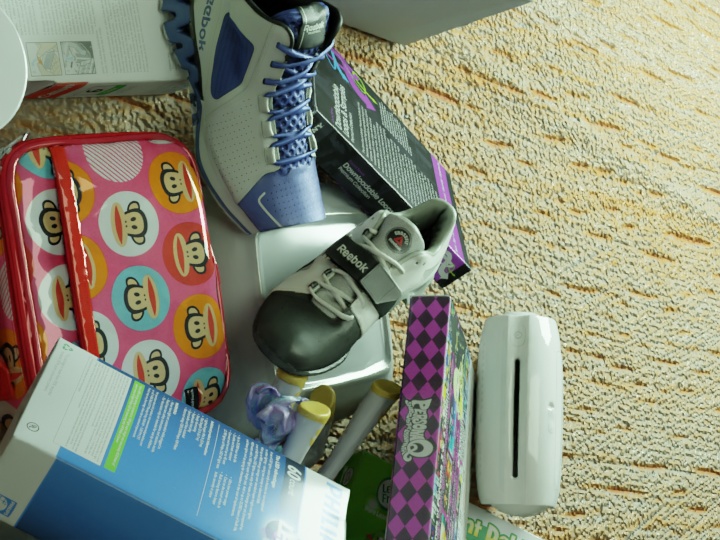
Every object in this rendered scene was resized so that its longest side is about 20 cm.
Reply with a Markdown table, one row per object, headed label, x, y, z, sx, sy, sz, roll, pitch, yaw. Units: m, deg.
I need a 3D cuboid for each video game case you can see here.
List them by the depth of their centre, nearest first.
| label | x | y | z | sx | sy | sz | roll | pitch | yaw |
| --- | --- | --- | --- | --- | --- | --- | --- | --- | --- |
| video game case | 0.055 | 0.146 | 0.969 | 0.181 | 0.036 | 0.201 | 68 | 26 | -62 |

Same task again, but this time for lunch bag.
| label | x | y | z | sx | sy | sz | roll | pitch | yaw |
| --- | --- | --- | --- | --- | --- | --- | --- | --- | --- |
| lunch bag | -0.183 | 0.011 | 0.866 | 0.176 | 0.082 | 0.201 | -8 | 87 | -41 |

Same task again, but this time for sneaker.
| label | x | y | z | sx | sy | sz | roll | pitch | yaw |
| --- | --- | --- | --- | --- | --- | --- | --- | --- | --- |
| sneaker | -0.063 | -0.129 | 0.909 | 0.080 | 0.115 | 0.200 | -21 | 92 | -45 |
| sneaker | 0.000 | 0.000 | 0.934 | 0.074 | 0.089 | 0.200 | 41 | 42 | 10 |

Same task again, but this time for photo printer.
| label | x | y | z | sx | sy | sz | roll | pitch | yaw |
| --- | --- | --- | --- | --- | --- | --- | --- | --- | --- |
| photo printer | 0.136 | 0.124 | 1.110 | 0.200 | 0.069 | 0.167 | 48 | 44 | -76 |

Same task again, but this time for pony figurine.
| label | x | y | z | sx | sy | sz | roll | pitch | yaw |
| --- | --- | --- | --- | --- | --- | --- | --- | --- | --- |
| pony figurine | -0.064 | 0.169 | 0.905 | 0.193 | 0.166 | 0.201 | -7 | 122 | -60 |

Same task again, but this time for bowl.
| label | x | y | z | sx | sy | sz | roll | pitch | yaw |
| --- | --- | --- | --- | --- | --- | --- | --- | --- | --- |
| bowl | -0.049 | 0.025 | 1.008 | 0.200 | 0.074 | 0.201 | -6 | 88 | -47 |

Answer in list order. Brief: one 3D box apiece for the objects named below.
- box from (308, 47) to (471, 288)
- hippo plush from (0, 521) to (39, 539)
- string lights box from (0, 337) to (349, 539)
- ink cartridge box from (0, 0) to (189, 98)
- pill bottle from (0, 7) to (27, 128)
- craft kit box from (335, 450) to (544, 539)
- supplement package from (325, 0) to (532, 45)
| label | x | y | z | sx | sy | sz | roll | pitch | yaw |
| --- | --- | --- | --- | --- | --- | --- | --- | --- | --- |
| box | 0.012 | -0.094 | 1.069 | 0.200 | 0.036 | 0.143 | 46 | 22 | -31 |
| hippo plush | -0.167 | 0.190 | 0.782 | 0.200 | 0.159 | 0.161 | 69 | 25 | -47 |
| string lights box | -0.106 | 0.129 | 0.746 | 0.200 | 0.059 | 0.103 | 30 | 25 | -12 |
| ink cartridge box | -0.204 | -0.177 | 0.904 | 0.200 | 0.050 | 0.109 | -10 | 90 | -44 |
| pill bottle | -0.269 | -0.093 | 0.718 | 0.111 | 0.200 | 0.112 | 9 | 77 | -43 |
| craft kit box | 0.047 | 0.274 | 1.040 | 0.200 | 0.048 | 0.198 | 28 | 60 | -17 |
| supplement package | 0.021 | -0.297 | 1.074 | 0.200 | 0.151 | 0.151 | 11 | 75 | -43 |
